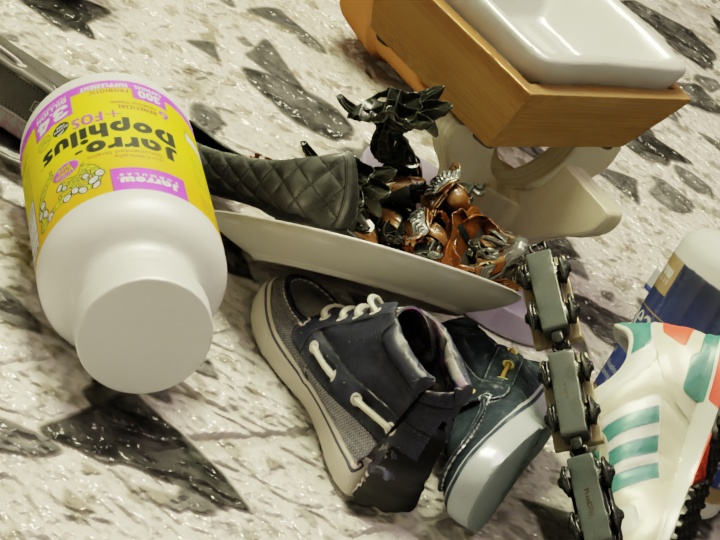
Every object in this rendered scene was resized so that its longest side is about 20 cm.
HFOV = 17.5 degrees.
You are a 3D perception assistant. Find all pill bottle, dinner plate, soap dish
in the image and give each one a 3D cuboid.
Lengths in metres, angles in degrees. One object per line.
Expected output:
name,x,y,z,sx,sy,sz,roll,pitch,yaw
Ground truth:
pill bottle,0.226,0.045,1.463,0.111,0.201,0.111,29,11,-6
dinner plate,0.000,0.000,1.422,0.199,0.024,0.200,16,-3,1
soap dish,0.111,-0.151,1.575,0.199,0.081,0.157,-4,44,-52
pill bottle,-0.130,-0.020,1.292,0.104,0.105,0.200,20,26,-25

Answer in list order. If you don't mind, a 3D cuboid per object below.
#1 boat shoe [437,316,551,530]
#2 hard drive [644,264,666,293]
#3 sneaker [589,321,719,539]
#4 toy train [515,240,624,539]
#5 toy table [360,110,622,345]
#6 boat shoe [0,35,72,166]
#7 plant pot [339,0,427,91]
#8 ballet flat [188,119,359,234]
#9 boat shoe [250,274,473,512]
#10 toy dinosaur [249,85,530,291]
boat shoe,0.061,0.087,1.375,0.091,0.071,0.200,32,18,9
hard drive,0.291,0.074,1.565,0.131,0.025,0.200,9,33,-43
sneaker,0.155,0.116,1.363,0.093,0.070,0.201,16,63,18
toy train,0.121,0.072,1.336,0.046,0.034,0.201,62,16,-57
toy table,0.090,-0.056,1.615,0.200,0.117,0.183,44,27,23
boat shoe,-0.224,-0.108,1.388,0.199,0.067,0.057,27,8,-18
plant pot,0.102,-0.198,1.832,0.200,0.200,0.141,-2,57,-52
ballet flat,-0.073,-0.071,1.471,0.199,0.057,0.066,23,11,38
boat shoe,0.004,0.043,1.347,0.074,0.093,0.200,13,29,-35
toy dinosaur,0.015,-0.038,1.514,0.199,0.136,0.103,1,50,11
